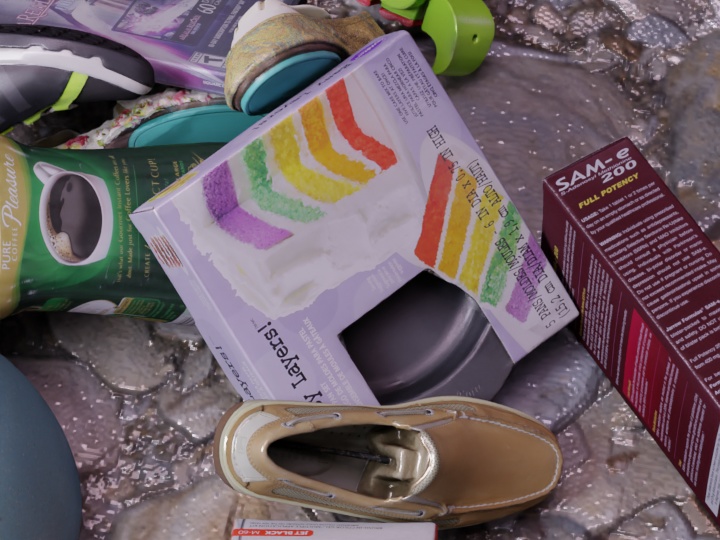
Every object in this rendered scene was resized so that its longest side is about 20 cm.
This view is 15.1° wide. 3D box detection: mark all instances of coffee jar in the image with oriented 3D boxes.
[{"bbox_3d":[-0.155,-0.022,1.502,0.199,0.085,0.105,2,80,-25],"label":"coffee jar"}]

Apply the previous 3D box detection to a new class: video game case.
[{"bbox_3d":[-0.145,-0.155,1.631,0.199,0.019,0.143,12,30,8],"label":"video game case"}]

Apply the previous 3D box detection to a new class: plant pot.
[{"bbox_3d":[-0.253,0.101,1.444,0.199,0.135,0.201,-1,58,1],"label":"plant pot"}]

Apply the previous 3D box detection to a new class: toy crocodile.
[{"bbox_3d":[0.005,-0.191,1.666,0.200,0.062,0.067,38,27,24],"label":"toy crocodile"}]

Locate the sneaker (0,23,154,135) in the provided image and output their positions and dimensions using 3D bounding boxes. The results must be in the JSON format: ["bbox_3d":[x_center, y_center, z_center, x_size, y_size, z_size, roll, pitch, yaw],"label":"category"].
[{"bbox_3d":[-0.216,-0.096,1.534,0.199,0.072,0.083,3,100,-4],"label":"sneaker"}]

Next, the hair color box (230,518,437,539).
[{"bbox_3d":[-0.018,0.193,1.359,0.110,0.064,0.200,1,22,2],"label":"hair color box"}]

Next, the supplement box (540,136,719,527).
[{"bbox_3d":[0.174,0.037,1.486,0.061,0.109,0.200,-28,62,-15],"label":"supplement box"}]

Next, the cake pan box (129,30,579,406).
[{"bbox_3d":[0.000,0.000,1.494,0.184,0.052,0.201,-34,101,-18],"label":"cake pan box"}]

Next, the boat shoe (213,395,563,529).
[{"bbox_3d":[0.026,0.103,1.433,0.199,0.076,0.072,0,89,-24],"label":"boat shoe"}]

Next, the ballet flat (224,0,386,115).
[{"bbox_3d":[-0.036,-0.125,1.556,0.070,0.200,0.071,1,92,25],"label":"ballet flat"}]

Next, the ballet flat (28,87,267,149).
[{"bbox_3d":[-0.146,-0.068,1.586,0.199,0.076,0.064,-24,48,-16],"label":"ballet flat"}]
